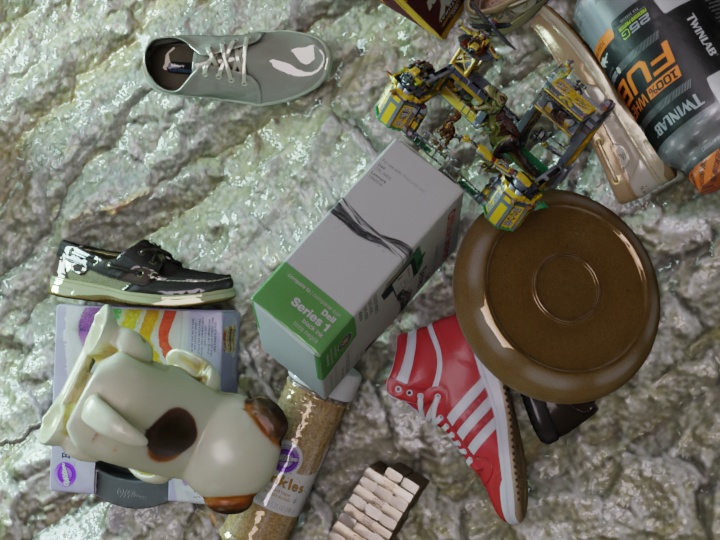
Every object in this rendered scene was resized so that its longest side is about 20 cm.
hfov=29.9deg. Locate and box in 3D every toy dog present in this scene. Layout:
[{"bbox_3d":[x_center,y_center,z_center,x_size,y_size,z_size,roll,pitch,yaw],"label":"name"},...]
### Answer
[{"bbox_3d":[-0.164,0.134,1.224,0.200,0.194,0.140,26,80,-19],"label":"toy dog"}]

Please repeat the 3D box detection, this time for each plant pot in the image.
[{"bbox_3d":[0.181,0.018,1.205,0.199,0.027,0.201,4,73,-13],"label":"plant pot"}]

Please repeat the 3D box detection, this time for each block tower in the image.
[{"bbox_3d":[-0.010,0.274,1.287,0.054,0.058,0.200,31,95,14],"label":"block tower"}]

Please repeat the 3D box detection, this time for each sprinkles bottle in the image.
[{"bbox_3d":[-0.067,0.177,1.298,0.068,0.068,0.200,25,95,14],"label":"sprinkles bottle"}]

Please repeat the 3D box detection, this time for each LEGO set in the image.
[{"bbox_3d":[0.122,-0.145,1.168,0.200,0.154,0.116,49,133,18],"label":"LEGO set"}]

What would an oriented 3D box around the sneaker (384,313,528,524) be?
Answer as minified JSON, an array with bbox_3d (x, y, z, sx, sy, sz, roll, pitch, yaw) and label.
[{"bbox_3d":[0.087,0.143,1.256,0.112,0.071,0.201,-13,78,10],"label":"sneaker"}]

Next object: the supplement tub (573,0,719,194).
[{"bbox_3d":[0.281,-0.174,1.158,0.122,0.123,0.200,-32,75,12],"label":"supplement tub"}]

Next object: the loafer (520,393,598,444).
[{"bbox_3d":[0.166,0.056,1.245,0.071,0.073,0.201,-18,87,1],"label":"loafer"}]

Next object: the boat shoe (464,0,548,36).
[{"bbox_3d":[0.180,-0.295,1.247,0.200,0.063,0.073,-44,78,10],"label":"boat shoe"}]

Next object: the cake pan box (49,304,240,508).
[{"bbox_3d":[-0.217,0.134,1.349,0.184,0.052,0.201,3,90,17],"label":"cake pan box"}]

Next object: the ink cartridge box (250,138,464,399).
[{"bbox_3d":[0.000,0.000,1.212,0.084,0.146,0.200,38,75,13],"label":"ink cartridge box"}]

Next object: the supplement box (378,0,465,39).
[{"bbox_3d":[0.012,-0.331,1.224,0.200,0.197,0.133,33,97,13],"label":"supplement box"}]

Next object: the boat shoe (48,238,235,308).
[{"bbox_3d":[-0.220,0.001,1.341,0.199,0.073,0.065,3,94,15],"label":"boat shoe"}]

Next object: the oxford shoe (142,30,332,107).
[{"bbox_3d":[-0.127,-0.202,1.330,0.199,0.058,0.075,2,86,13],"label":"oxford shoe"}]

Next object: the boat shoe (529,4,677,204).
[{"bbox_3d":[0.206,-0.150,1.231,0.069,0.074,0.200,-36,76,16],"label":"boat shoe"}]
